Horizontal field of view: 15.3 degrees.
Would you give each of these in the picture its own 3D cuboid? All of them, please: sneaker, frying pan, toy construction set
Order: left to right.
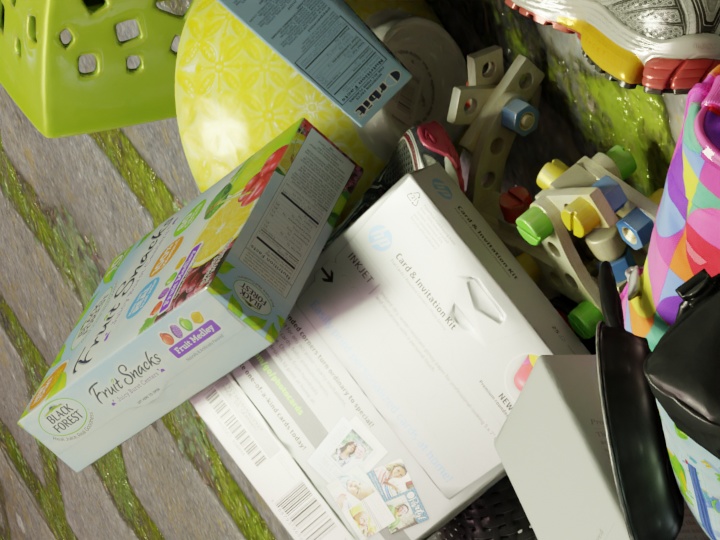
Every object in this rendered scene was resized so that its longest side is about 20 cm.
[{"bbox_3d":[0.000,0.000,1.512,0.200,0.074,0.081,-61,29,33],"label":"sneaker"},{"bbox_3d":[0.101,-0.035,1.463,0.200,0.092,0.131,52,169,52],"label":"toy construction set"},{"bbox_3d":[0.128,-0.155,1.323,0.200,0.078,0.082,42,128,52],"label":"sneaker"},{"bbox_3d":[0.133,0.069,1.267,0.190,0.031,0.115,-58,-44,-73],"label":"frying pan"}]

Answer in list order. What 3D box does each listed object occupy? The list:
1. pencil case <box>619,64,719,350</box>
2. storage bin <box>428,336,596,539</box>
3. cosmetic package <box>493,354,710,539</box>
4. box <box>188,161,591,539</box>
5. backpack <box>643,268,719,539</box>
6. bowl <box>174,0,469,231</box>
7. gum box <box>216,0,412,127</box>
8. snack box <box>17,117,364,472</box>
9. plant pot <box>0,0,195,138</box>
[{"bbox_3d":[0.176,-0.019,1.286,0.089,0.088,0.200,59,156,27],"label":"pencil case"},{"bbox_3d":[0.080,0.094,1.585,0.200,0.135,0.094,32,139,60],"label":"storage bin"},{"bbox_3d":[0.153,0.136,1.320,0.071,0.101,0.200,-65,35,38],"label":"cosmetic package"},{"bbox_3d":[0.016,0.063,1.459,0.200,0.041,0.156,-43,81,30],"label":"box"},{"bbox_3d":[0.212,0.075,1.194,0.154,0.163,0.200,45,160,20],"label":"backpack"},{"bbox_3d":[0.000,-0.101,1.569,0.107,0.200,0.201,-8,104,46],"label":"bowl"},{"bbox_3d":[-0.075,-0.179,1.424,0.170,0.045,0.200,49,-174,36],"label":"gum box"},{"bbox_3d":[-0.096,0.015,1.493,0.053,0.142,0.200,41,137,-14],"label":"snack box"},{"bbox_3d":[-0.158,-0.223,1.821,0.199,0.199,0.182,-131,33,-53],"label":"plant pot"}]
